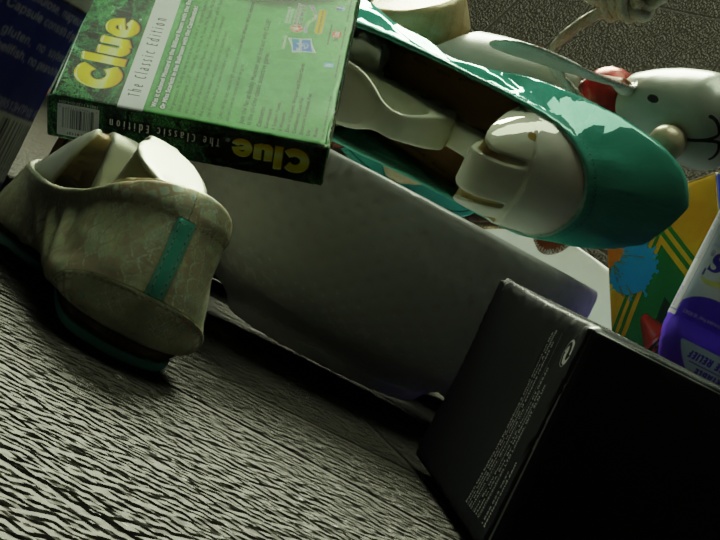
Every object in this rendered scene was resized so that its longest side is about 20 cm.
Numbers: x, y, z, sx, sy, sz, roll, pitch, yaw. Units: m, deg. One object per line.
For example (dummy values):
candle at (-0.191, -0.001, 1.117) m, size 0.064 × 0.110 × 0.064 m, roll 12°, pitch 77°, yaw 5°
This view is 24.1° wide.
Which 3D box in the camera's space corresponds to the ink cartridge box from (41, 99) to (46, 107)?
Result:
ink cartridge box at (-0.109, -0.112, 0.922) m, size 0.162 × 0.057 × 0.200 m, roll 0°, pitch 0°, yaw -10°

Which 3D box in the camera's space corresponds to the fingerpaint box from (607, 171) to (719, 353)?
fingerpaint box at (0.216, 0.066, 0.880) m, size 0.073 × 0.168 × 0.200 m, roll -21°, pitch -34°, yaw 38°

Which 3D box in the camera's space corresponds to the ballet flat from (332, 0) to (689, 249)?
ballet flat at (0.038, -0.055, 0.703) m, size 0.199 × 0.068 × 0.070 m, roll 27°, pitch 28°, yaw 13°

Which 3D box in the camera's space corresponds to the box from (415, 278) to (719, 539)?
box at (0.129, 0.085, 0.553) m, size 0.199 × 0.079 × 0.141 m, roll 27°, pitch 5°, yaw -7°

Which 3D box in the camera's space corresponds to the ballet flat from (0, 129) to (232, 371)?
ballet flat at (-0.081, -0.017, 0.577) m, size 0.067 × 0.063 × 0.200 m, roll 25°, pitch 2°, yaw -24°

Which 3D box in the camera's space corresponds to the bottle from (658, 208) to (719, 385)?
bottle at (0.171, 0.032, 0.720) m, size 0.083 × 0.201 × 0.065 m, roll 29°, pitch 2°, yaw 29°

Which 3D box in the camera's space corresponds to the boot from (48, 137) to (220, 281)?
boot at (-0.066, -0.017, 0.920) m, size 0.146 × 0.070 × 0.200 m, roll 37°, pitch 13°, yaw 21°

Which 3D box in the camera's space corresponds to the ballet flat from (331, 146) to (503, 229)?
ballet flat at (0.066, -0.051, 0.906) m, size 0.199 × 0.071 × 0.065 m, roll 18°, pitch -6°, yaw -14°

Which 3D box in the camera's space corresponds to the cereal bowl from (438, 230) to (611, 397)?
cereal bowl at (0.089, 0.035, 0.950) m, size 0.199 × 0.084 × 0.200 m, roll 29°, pitch 18°, yaw -11°

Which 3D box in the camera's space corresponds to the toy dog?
toy dog at (0.065, -0.073, 0.764) m, size 0.199 × 0.096 × 0.132 m, roll -13°, pitch -72°, yaw 46°

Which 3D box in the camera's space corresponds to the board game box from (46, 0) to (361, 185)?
board game box at (-0.051, -0.113, 0.677) m, size 0.104 × 0.024 × 0.201 m, roll 12°, pitch 43°, yaw -2°

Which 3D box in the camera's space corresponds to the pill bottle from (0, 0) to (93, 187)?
pill bottle at (-0.138, -0.123, 0.556) m, size 0.119 × 0.201 × 0.120 m, roll 27°, pitch 1°, yaw -1°

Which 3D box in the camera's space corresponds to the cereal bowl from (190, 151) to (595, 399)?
cereal bowl at (0.000, 0.000, 0.756) m, size 0.199 × 0.084 × 0.200 m, roll 27°, pitch 1°, yaw -1°
